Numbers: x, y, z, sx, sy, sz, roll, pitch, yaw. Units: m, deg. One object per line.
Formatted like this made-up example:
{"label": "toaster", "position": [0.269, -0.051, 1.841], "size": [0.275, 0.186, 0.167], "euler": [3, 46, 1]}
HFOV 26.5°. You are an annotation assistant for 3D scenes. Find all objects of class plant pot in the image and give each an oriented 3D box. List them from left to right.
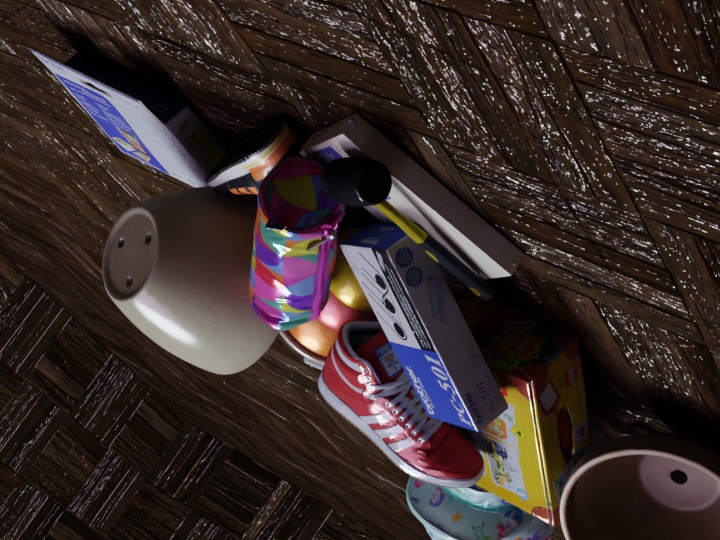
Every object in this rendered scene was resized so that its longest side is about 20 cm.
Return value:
{"label": "plant pot", "position": [0.301, 0.227, 1.495], "size": [0.199, 0.093, 0.202], "euler": [13, 127, 18]}

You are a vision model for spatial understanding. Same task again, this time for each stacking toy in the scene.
{"label": "stacking toy", "position": [0.000, 0.000, 1.560], "size": [0.146, 0.147, 0.200], "euler": [36, 147, -5]}

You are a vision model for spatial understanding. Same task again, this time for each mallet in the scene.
{"label": "mallet", "position": [0.043, -0.034, 1.350], "size": [0.066, 0.041, 0.200], "euler": [16, 160, 51]}

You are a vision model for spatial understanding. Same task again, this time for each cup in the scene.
{"label": "cup", "position": [-0.182, -0.002, 1.588], "size": [0.142, 0.202, 0.200], "euler": [15, -177, -41]}

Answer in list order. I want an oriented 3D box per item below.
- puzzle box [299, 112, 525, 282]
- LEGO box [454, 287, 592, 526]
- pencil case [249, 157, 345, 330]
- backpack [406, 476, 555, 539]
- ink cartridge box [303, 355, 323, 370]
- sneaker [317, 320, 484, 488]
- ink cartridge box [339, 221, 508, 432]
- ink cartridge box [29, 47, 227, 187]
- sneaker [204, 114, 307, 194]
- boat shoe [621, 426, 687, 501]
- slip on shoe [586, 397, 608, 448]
{"label": "puzzle box", "position": [0.044, -0.062, 1.378], "size": [0.200, 0.026, 0.133], "euler": [39, 166, -14]}
{"label": "LEGO box", "position": [0.149, 0.137, 1.535], "size": [0.148, 0.077, 0.201], "euler": [25, 140, 39]}
{"label": "pencil case", "position": [-0.061, -0.020, 1.437], "size": [0.088, 0.089, 0.200], "euler": [33, 153, 11]}
{"label": "backpack", "position": [0.151, 0.228, 1.717], "size": [0.177, 0.201, 0.151], "euler": [27, 164, 35]}
{"label": "ink cartridge box", "position": [0.061, 0.093, 1.700], "size": [0.199, 0.173, 0.044], "euler": [19, 115, 49]}
{"label": "sneaker", "position": [0.047, 0.128, 1.521], "size": [0.199, 0.071, 0.113], "euler": [34, 139, 16]}
{"label": "ink cartridge box", "position": [0.060, 0.052, 1.434], "size": [0.094, 0.044, 0.201], "euler": [8, 130, 62]}
{"label": "ink cartridge box", "position": [-0.240, -0.170, 1.671], "size": [0.197, 0.047, 0.200], "euler": [27, 163, 37]}
{"label": "sneaker", "position": [-0.090, -0.090, 1.509], "size": [0.090, 0.070, 0.200], "euler": [42, 164, -12]}
{"label": "boat shoe", "position": [0.342, 0.244, 1.590], "size": [0.200, 0.066, 0.072], "euler": [38, 166, -12]}
{"label": "slip on shoe", "position": [0.209, 0.146, 1.605], "size": [0.076, 0.061, 0.201], "euler": [-9, 117, 57]}
